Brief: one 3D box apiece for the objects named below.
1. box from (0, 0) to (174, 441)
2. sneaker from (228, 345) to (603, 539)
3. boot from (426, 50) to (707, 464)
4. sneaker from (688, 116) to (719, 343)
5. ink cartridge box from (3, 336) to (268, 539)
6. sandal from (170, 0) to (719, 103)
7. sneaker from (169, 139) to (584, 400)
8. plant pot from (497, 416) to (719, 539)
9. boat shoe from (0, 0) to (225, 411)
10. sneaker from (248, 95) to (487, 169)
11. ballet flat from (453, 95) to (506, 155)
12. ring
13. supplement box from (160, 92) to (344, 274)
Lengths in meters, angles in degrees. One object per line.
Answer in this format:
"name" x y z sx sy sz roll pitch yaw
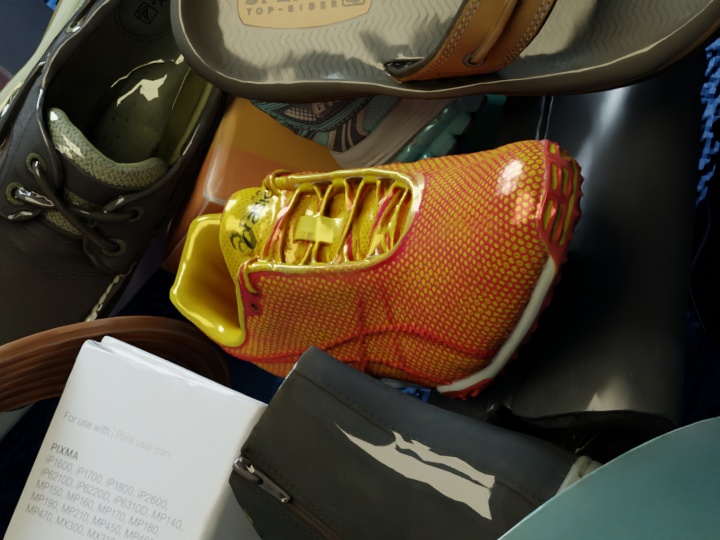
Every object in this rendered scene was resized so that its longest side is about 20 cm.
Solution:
"box" -0.195 -0.025 1.085 0.198 0.200 0.123 -47 13 12
"sneaker" 0.006 0.103 0.914 0.106 0.200 0.075 29 46 10
"boot" 0.093 -0.043 0.894 0.165 0.066 0.200 -31 39 56
"sneaker" 0.163 -0.065 0.934 0.078 0.070 0.200 29 90 39
"ink cartridge box" -0.058 0.142 0.965 0.085 0.147 0.200 19 85 38
"sandal" 0.029 -0.093 0.868 0.199 0.055 0.082 -4 82 21
"sneaker" 0.000 0.000 0.891 0.200 0.077 0.073 -22 49 58
"plant pot" 0.097 0.168 0.813 0.201 0.200 0.161 -48 63 11
"boat shoe" -0.092 -0.041 0.988 0.201 0.072 0.066 -62 13 5
"sneaker" 0.024 -0.121 0.931 0.200 0.086 0.078 -62 19 18
"ballet flat" 0.062 -0.004 0.985 0.070 0.067 0.201 -20 60 31
"ring" -0.134 0.078 1.014 0.200 0.200 0.019 -41 64 16
"supplement box" -0.014 -0.088 1.045 0.069 0.066 0.201 131 155 -61
